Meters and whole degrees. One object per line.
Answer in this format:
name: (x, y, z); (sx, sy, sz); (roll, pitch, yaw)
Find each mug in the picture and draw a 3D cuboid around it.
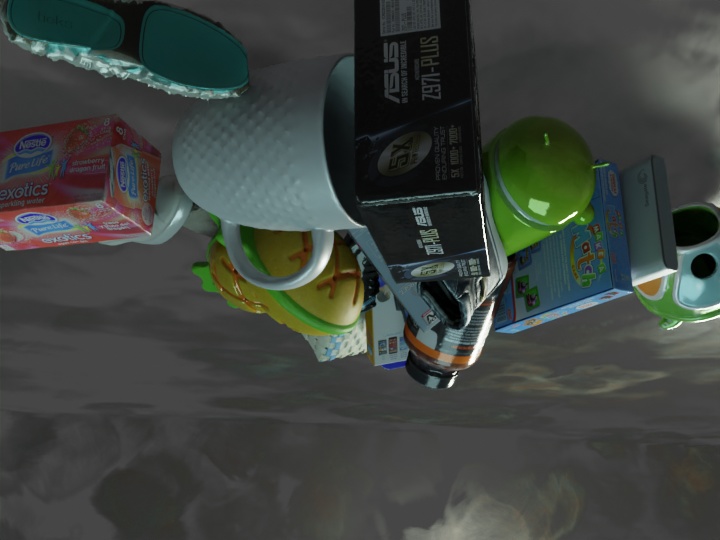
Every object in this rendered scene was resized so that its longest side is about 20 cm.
mug: (-0.075, -0.083, 0.696); (0.173, 0.203, 0.147); (-1, -179, 26)

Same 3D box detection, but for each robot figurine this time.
robot figurine: (0.161, -0.084, 0.799); (0.174, 0.117, 0.200); (18, 155, -21)

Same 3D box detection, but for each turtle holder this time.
turtle holder: (0.428, -0.016, 0.942); (0.183, 0.142, 0.132); (1, 145, 26)

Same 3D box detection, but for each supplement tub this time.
supplement tub: (0.116, 0.050, 0.961); (0.105, 0.107, 0.202); (7, 118, -17)

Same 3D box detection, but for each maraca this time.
maraca: (-0.134, 0.002, 0.955); (0.137, 0.108, 0.199); (37, 143, -19)
maraca: (-0.076, -0.011, 0.812); (0.200, 0.137, 0.107); (42, 114, -11)

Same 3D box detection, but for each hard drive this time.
hard drive: (0.277, -0.035, 0.901); (0.026, 0.134, 0.199); (12, 158, -28)

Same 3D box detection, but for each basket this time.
basket: (0.011, 0.039, 1.131); (0.198, 0.140, 0.177); (-17, 156, -23)

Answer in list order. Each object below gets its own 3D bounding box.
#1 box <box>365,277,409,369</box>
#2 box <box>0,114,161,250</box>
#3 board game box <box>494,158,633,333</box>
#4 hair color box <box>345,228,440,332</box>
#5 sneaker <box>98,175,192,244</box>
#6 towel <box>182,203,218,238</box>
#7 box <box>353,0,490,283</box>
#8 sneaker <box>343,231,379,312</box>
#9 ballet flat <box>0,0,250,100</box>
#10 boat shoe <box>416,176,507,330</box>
box: (0.065, 0.043, 1.031); (0.117, 0.203, 0.041); (-9, -161, -14)
box: (-0.328, -0.092, 0.828); (0.197, 0.104, 0.095); (-4, 159, 17)
board game box: (0.230, -0.022, 0.913); (0.036, 0.153, 0.200); (9, 159, -27)
hair color box: (0.031, -0.030, 0.822); (0.060, 0.099, 0.200); (-37, 134, 1)
sneaker: (-0.280, -0.071, 0.899); (0.198, 0.074, 0.084); (-13, 159, 37)
towel: (-0.135, -0.075, 0.964); (0.198, 0.035, 0.132); (-11, 155, 33)
box: (0.051, -0.113, 0.601); (0.085, 0.203, 0.164); (-4, 160, 11)
sneaker: (0.000, 0.000, 0.957); (0.081, 0.073, 0.200); (35, 132, -5)
ballet flat: (-0.187, -0.187, 0.626); (0.197, 0.073, 0.072); (13, 158, -16)
boat shoe: (0.083, -0.038, 0.737); (0.070, 0.091, 0.201); (5, 135, 42)
